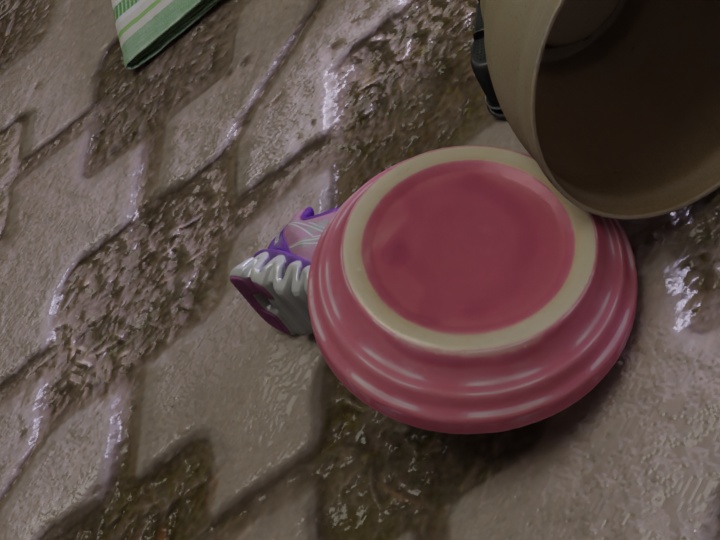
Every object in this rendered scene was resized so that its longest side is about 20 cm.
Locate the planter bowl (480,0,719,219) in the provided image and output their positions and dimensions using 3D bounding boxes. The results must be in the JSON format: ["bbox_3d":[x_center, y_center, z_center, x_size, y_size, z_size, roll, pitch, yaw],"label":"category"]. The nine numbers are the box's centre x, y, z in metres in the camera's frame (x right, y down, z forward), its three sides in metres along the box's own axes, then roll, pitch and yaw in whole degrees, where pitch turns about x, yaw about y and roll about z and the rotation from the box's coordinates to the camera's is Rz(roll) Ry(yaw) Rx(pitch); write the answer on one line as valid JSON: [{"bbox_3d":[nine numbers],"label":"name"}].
[{"bbox_3d":[0.151,-0.151,0.899,0.200,0.200,0.135,-44,42,3],"label":"planter bowl"}]

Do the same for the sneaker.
[{"bbox_3d":[0.000,0.000,1.017,0.199,0.081,0.089,13,59,48],"label":"sneaker"}]

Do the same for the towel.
[{"bbox_3d":[-0.177,-0.291,1.463,0.152,0.023,0.201,-36,42,14],"label":"towel"}]

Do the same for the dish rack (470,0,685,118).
[{"bbox_3d":[0.167,-0.201,1.052,0.198,0.055,0.155,-15,50,30],"label":"dish rack"}]

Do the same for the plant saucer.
[{"bbox_3d":[0.065,-0.001,0.907,0.198,0.051,0.202,-3,54,4],"label":"plant saucer"}]
